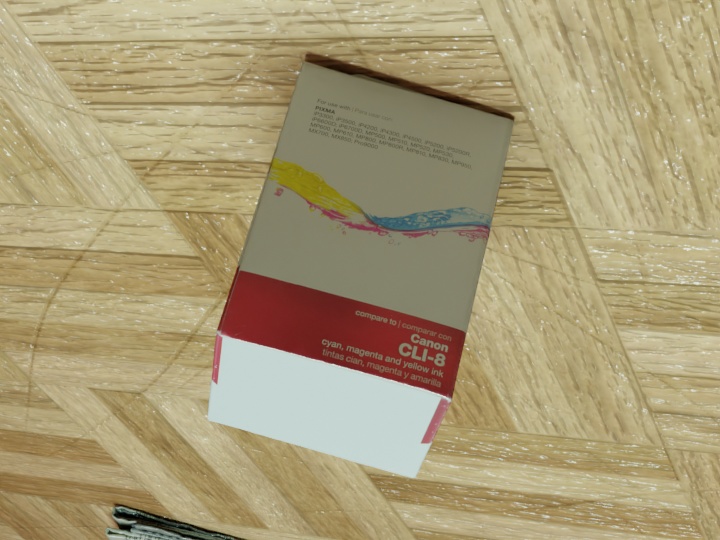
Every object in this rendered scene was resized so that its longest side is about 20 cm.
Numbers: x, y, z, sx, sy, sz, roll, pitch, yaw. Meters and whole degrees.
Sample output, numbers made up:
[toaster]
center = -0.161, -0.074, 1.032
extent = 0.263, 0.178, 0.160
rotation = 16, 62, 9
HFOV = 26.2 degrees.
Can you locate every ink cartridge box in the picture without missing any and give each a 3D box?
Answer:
[ink cartridge box]
center = 0.000, 0.000, 0.978
extent = 0.144, 0.201, 0.145
rotation = 15, 153, 0

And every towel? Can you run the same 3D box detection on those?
[towel]
center = -0.217, 0.362, 1.937
extent = 0.192, 0.035, 0.200
rotation = 14, 151, 8
